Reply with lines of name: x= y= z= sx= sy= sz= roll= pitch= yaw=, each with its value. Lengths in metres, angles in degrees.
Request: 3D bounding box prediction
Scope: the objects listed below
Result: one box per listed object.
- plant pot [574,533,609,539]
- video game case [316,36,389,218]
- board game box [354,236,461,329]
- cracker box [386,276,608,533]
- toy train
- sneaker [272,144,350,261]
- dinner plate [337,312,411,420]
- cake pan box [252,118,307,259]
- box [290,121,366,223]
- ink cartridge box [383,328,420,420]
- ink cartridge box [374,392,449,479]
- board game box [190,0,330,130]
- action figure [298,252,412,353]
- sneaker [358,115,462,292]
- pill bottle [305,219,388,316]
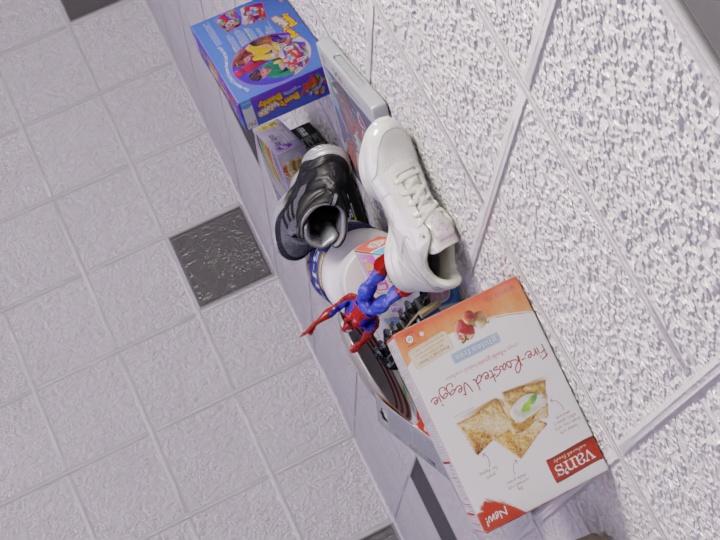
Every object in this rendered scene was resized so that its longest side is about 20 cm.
plant pot: x=0.193 y=0.365 z=1.233 sx=0.200 sy=0.182 sz=0.202 roll=156 pitch=90 yaw=-81
video game case: x=0.008 y=-0.157 z=1.473 sx=0.183 sy=0.023 sz=0.201 roll=-124 pitch=13 yaw=-49
board game box: x=0.076 y=0.060 z=1.471 sx=0.153 sy=0.040 sz=0.202 roll=10 pitch=125 yaw=63
cracker box: x=0.127 y=0.126 z=1.151 sx=0.202 sy=0.133 sz=0.058 roll=64 pitch=171 yaw=5
toy train: x=0.056 y=0.075 z=1.433 sx=0.046 sy=0.034 sz=0.200 roll=52 pitch=157 yaw=11
sneaker: x=-0.066 y=-0.059 z=1.582 sx=0.201 sy=0.075 sz=0.115 roll=117 pitch=158 yaw=-43
dinner plate: x=0.014 y=0.132 z=1.755 sx=0.201 sy=0.024 sz=0.200 roll=57 pitch=-170 yaw=-16
cake pan box: x=-0.093 y=-0.112 z=1.827 sx=0.184 sy=0.052 sz=0.202 roll=-125 pitch=14 yaw=-65
box: x=-0.038 y=-0.099 z=1.838 sx=0.200 sy=0.047 sz=0.195 roll=-126 pitch=17 yaw=-57
ink cartridge box: x=0.095 y=0.175 z=1.697 sx=0.109 sy=0.050 sz=0.201 roll=84 pitch=161 yaw=-67
ink cartridge box: x=0.109 y=0.216 z=1.537 sx=0.199 sy=0.050 sz=0.109 roll=37 pitch=161 yaw=19
board game box: x=-0.127 y=-0.278 z=1.594 sx=0.045 sy=0.133 sz=0.201 roll=74 pitch=168 yaw=-45
action figure: x=-0.005 y=0.052 z=1.445 sx=0.065 sy=0.099 sz=0.200 roll=45 pitch=157 yaw=3
sneaker: x=0.062 y=-0.069 z=1.303 sx=0.099 sy=0.075 sz=0.202 roll=9 pitch=123 yaw=50
pill bottle: x=0.000 y=0.000 z=1.629 sx=0.121 sy=0.119 sz=0.200 roll=67 pitch=171 yaw=-11
